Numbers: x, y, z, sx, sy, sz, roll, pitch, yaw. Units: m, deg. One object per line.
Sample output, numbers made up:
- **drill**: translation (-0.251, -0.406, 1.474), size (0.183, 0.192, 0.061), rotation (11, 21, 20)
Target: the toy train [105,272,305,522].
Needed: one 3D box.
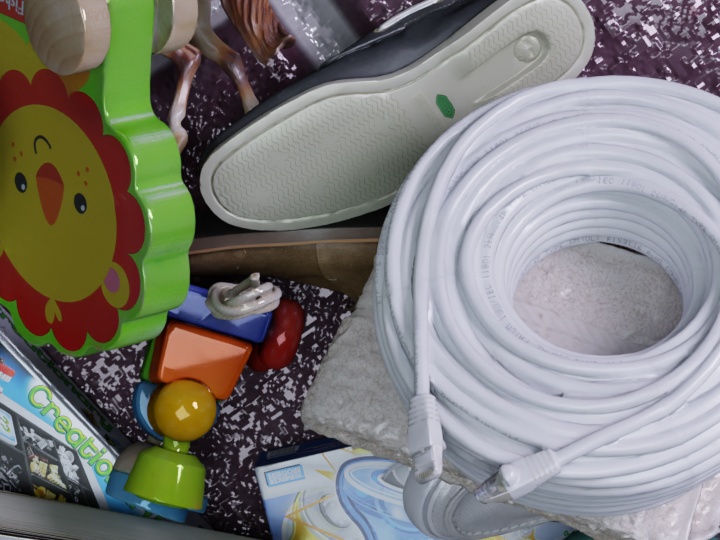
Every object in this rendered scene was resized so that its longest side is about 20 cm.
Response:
- **toy train**: translation (-0.079, 0.059, 1.339), size (0.085, 0.200, 0.116), rotation (16, 85, -7)

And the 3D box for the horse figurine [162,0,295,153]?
- **horse figurine**: translation (-0.125, -0.110, 1.393), size (0.200, 0.050, 0.133), rotation (-16, 84, 16)

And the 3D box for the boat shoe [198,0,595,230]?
- **boat shoe**: translation (0.013, -0.081, 1.370), size (0.200, 0.068, 0.072), rotation (-28, 119, -4)

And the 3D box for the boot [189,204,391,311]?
- **boot**: translation (0.000, 0.000, 1.404), size (0.200, 0.074, 0.076), rotation (-1, 111, 2)

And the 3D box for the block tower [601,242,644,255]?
- **block tower**: translation (0.124, 0.012, 1.376), size (0.200, 0.058, 0.054), rotation (-39, 136, -1)

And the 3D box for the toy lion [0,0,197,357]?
- **toy lion**: translation (-0.148, -0.063, 1.321), size (0.200, 0.069, 0.192), rotation (27, 121, 41)

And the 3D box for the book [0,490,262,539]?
- **book**: translation (-0.135, 0.185, 1.422), size (0.200, 0.048, 0.134), rotation (9, 113, 4)

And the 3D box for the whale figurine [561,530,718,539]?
- **whale figurine**: translation (0.132, 0.206, 1.392), size (0.159, 0.104, 0.200), rotation (21, 125, 16)

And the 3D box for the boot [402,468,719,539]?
- **boot**: translation (0.125, 0.088, 1.329), size (0.200, 0.096, 0.074), rotation (-27, 134, -13)

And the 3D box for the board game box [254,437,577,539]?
- **board game box**: translation (0.060, 0.136, 1.439), size (0.200, 0.034, 0.135), rotation (-14, 100, 6)

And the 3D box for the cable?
- **cable**: translation (0.105, 0.010, 1.265), size (0.200, 0.069, 0.200), rotation (-12, 60, 0)

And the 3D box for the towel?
- **towel**: translation (0.085, 0.047, 1.305), size (0.200, 0.034, 0.133), rotation (19, 65, 15)

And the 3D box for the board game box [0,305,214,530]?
- **board game box**: translation (-0.169, 0.124, 1.453), size (0.126, 0.035, 0.200), rotation (-42, 95, 11)
